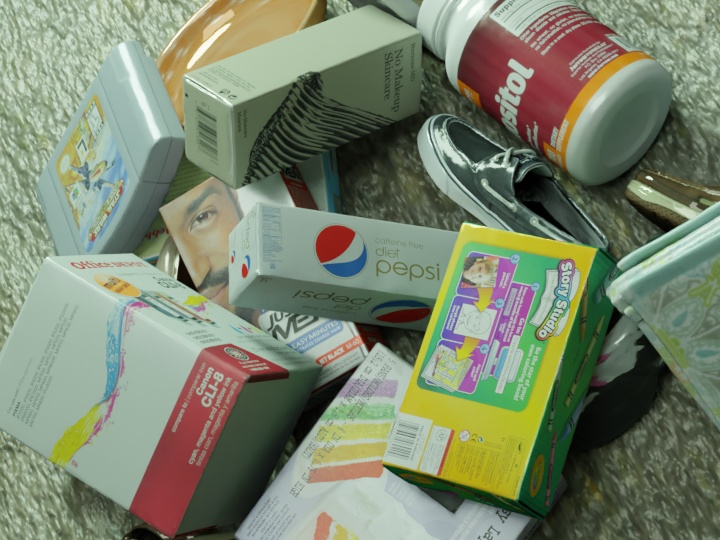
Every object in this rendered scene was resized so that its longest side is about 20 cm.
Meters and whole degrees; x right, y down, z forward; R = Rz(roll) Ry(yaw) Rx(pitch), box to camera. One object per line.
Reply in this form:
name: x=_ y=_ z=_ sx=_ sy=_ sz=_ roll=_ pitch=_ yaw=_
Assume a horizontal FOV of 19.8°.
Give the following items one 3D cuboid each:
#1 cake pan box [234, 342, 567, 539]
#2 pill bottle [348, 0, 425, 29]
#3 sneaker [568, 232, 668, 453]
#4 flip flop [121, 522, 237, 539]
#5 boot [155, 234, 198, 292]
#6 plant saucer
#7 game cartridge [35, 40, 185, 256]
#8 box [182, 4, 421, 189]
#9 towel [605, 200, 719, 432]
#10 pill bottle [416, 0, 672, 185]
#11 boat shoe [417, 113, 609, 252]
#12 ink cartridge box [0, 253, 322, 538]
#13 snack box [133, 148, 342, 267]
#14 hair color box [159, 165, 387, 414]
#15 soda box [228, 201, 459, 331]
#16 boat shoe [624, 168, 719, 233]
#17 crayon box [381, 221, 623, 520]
cake pan box: x=0.034 y=0.181 z=1.593 sx=0.184 sy=0.052 sz=0.200 roll=37 pitch=83 yaw=13
pill bottle: x=0.066 y=-0.302 z=1.738 sx=0.116 sy=0.116 sz=0.200 roll=32 pitch=84 yaw=29
sneaker: x=0.197 y=0.054 z=1.593 sx=0.200 sy=0.080 sz=0.086 roll=-44 pitch=32 yaw=11
flip flop: x=-0.144 y=0.225 z=1.677 sx=0.200 sy=0.081 sz=0.058 roll=-11 pitch=53 yaw=14
boot: x=-0.207 y=0.073 z=1.750 sx=0.146 sy=0.070 sz=0.200 roll=-6 pitch=77 yaw=20
plant saucer: x=-0.104 y=-0.185 z=1.777 sx=0.200 sy=0.037 sz=0.200 roll=-31 pitch=32 yaw=22
game cartridge: x=-0.216 y=-0.082 z=1.774 sx=0.200 sy=0.041 sz=0.133 roll=-54 pitch=43 yaw=38
box: x=-0.045 y=-0.142 z=1.668 sx=0.200 sy=0.082 sz=0.068 roll=-26 pitch=42 yaw=-32
towel: x=0.302 y=0.021 z=1.491 sx=0.200 sy=0.171 sz=0.048 roll=-31 pitch=25 yaw=24
pill bottle: x=0.143 y=-0.165 z=1.659 sx=0.200 sy=0.113 sz=0.113 roll=40 pitch=91 yaw=30
boat shoe: x=0.123 y=-0.066 z=1.644 sx=0.200 sy=0.072 sz=0.068 roll=51 pitch=139 yaw=26
ink cartridge box: x=-0.165 y=0.093 z=1.616 sx=0.200 sy=0.145 sz=0.145 roll=29 pitch=101 yaw=19
snack box: x=-0.117 y=-0.075 z=1.786 sx=0.200 sy=0.037 sz=0.116 roll=-14 pitch=69 yaw=19
hair color box: x=-0.070 y=0.012 z=1.696 sx=0.111 sy=0.064 sz=0.200 roll=-31 pitch=75 yaw=14
soda box: x=0.000 y=0.000 z=1.622 sx=0.068 sy=0.200 sz=0.064 roll=137 pitch=137 yaw=-57
boat shoe: x=0.303 y=-0.038 z=1.570 sx=0.202 sy=0.075 sz=0.075 roll=28 pitch=86 yaw=17
crayon box: x=0.107 y=0.072 z=1.537 sx=0.119 sy=0.058 sz=0.200 roll=12 pitch=77 yaw=32
